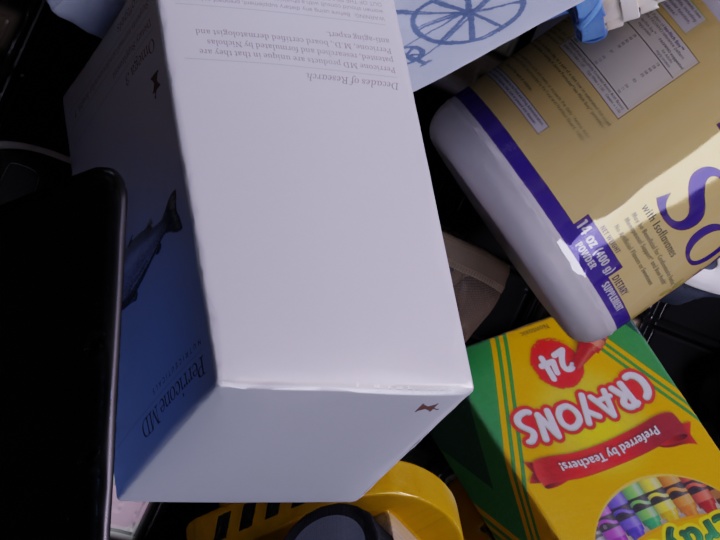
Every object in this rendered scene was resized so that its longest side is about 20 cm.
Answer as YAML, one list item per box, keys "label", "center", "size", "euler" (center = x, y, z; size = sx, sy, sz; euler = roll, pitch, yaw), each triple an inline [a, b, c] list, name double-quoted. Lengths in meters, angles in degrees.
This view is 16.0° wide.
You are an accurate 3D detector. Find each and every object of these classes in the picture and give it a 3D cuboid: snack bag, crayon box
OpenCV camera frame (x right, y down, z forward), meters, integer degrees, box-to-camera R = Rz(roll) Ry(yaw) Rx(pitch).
- label: "snack bag"
  center: [-0.014, -0.125, 1.122]
  size: [0.189, 0.021, 0.200]
  euler: [-26, 151, 29]
- label: "crayon box"
  center: [0.132, 0.119, 1.362]
  size: [0.127, 0.200, 0.051]
  euler: [-19, 156, -33]

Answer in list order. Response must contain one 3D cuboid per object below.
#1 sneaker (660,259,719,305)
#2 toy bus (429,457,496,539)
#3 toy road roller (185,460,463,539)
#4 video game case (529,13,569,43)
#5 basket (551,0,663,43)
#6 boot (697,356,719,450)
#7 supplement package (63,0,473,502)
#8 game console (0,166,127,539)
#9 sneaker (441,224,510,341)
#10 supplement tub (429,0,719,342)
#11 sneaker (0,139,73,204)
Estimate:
- label: "sneaker"
  center: [0.205, -0.048, 1.411]
  size: [0.199, 0.079, 0.130]
  euler: [-40, 151, -2]
- label: "toy bus"
  center: [0.045, 0.169, 1.406]
  size: [0.200, 0.065, 0.078]
  euler: [-42, 136, -19]
- label: "toy road roller"
  center: [-0.043, 0.154, 1.299]
  size: [0.200, 0.146, 0.123]
  euler: [-24, 138, 16]
- label: "video game case"
  center: [0.190, -0.179, 1.387]
  size: [0.182, 0.022, 0.200]
  euler: [17, 99, -46]
- label: "basket"
  center: [0.078, -0.188, 1.209]
  size: [0.200, 0.139, 0.176]
  euler: [-18, 130, -2]
- label: "boot"
  center: [0.284, 0.034, 1.546]
  size: [0.168, 0.076, 0.200]
  euler: [-24, 132, -37]
- label: "supplement package"
  center: [-0.044, -0.015, 1.081]
  size: [0.117, 0.200, 0.117]
  euler: [4, 150, -27]
- label: "game console"
  center: [-0.139, 0.085, 1.032]
  size: [0.176, 0.116, 0.200]
  euler: [77, 13, -64]
- label: "sneaker"
  center: [0.000, 0.000, 1.271]
  size: [0.200, 0.070, 0.076]
  euler: [24, 95, -46]
- label: "supplement tub"
  center: [0.151, -0.073, 1.283]
  size: [0.200, 0.145, 0.145]
  euler: [-35, 134, 1]
- label: "sneaker"
  center: [-0.116, -0.007, 1.144]
  size: [0.200, 0.090, 0.070]
  euler: [7, 106, -45]
